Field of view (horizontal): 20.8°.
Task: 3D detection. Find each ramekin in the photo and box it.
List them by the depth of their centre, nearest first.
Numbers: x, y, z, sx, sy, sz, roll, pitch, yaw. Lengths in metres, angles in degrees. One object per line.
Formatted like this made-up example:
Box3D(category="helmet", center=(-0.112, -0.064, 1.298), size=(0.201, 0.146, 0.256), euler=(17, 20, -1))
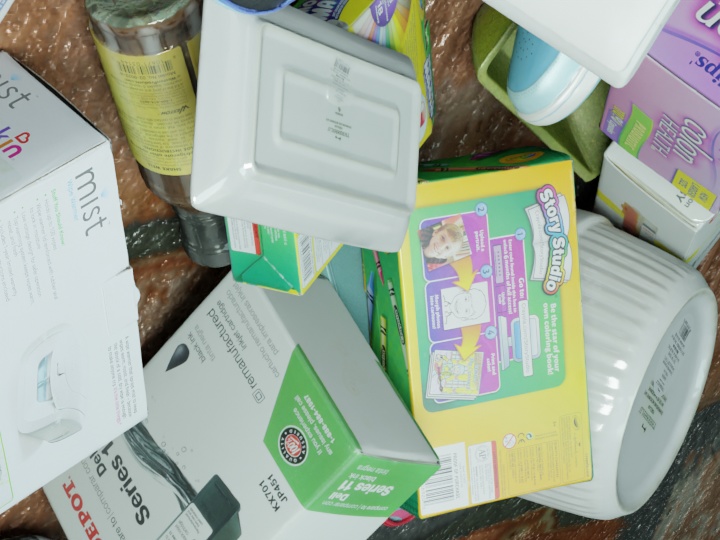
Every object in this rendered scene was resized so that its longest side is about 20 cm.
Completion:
Box3D(category="ramekin", center=(0.158, 0.069, 1.306), size=(0.200, 0.104, 0.202), euler=(-44, 145, -43))

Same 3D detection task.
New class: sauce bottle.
Box3D(category="sauce bottle", center=(-0.093, -0.077, 1.018), size=(0.065, 0.065, 0.201), euler=(-37, 145, -21))

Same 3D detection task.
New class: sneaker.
Box3D(category="sneaker", center=(0.093, -0.191, 1.090), size=(0.130, 0.079, 0.202), euler=(20, 85, -32))

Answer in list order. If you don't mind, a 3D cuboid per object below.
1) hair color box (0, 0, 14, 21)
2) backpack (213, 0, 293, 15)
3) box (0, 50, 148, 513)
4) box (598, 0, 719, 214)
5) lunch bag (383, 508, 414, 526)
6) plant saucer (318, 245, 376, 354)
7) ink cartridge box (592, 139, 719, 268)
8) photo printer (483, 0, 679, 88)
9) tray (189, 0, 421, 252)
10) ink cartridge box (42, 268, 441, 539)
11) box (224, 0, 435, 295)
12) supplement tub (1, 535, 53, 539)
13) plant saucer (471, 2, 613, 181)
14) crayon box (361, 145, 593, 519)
Box3D(category="hair color box", center=(-0.217, -0.154, 0.787), size=(0.111, 0.064, 0.200), euler=(-56, 147, 4))
Box3D(category="backpack", center=(-0.059, -0.219, 0.843), size=(0.183, 0.134, 0.200), euler=(-55, 149, -9))
Box3D(category="box", center=(-0.203, 0.027, 0.953), size=(0.176, 0.097, 0.201), euler=(-34, 144, -27))
Box3D(category="box", center=(0.242, -0.157, 1.163), size=(0.201, 0.096, 0.176), euler=(-52, 171, -8))
Box3D(category="lunch bag", center=(0.015, 0.082, 1.305), size=(0.176, 0.082, 0.200), euler=(-44, 146, -4))
Box3D(category="plant saucer", center=(0.000, 0.000, 1.171), size=(0.070, 0.019, 0.202), euler=(-28, 112, -33))
Box3D(category="ink cartridge box", center=(0.233, -0.081, 1.341), size=(0.145, 0.083, 0.200), euler=(-50, 169, -8))
Box3D(category="photo printer", center=(0.095, -0.216, 1.000), size=(0.167, 0.199, 0.069), euler=(-57, 174, 13))
Box3D(category="tray", center=(-0.017, -0.071, 0.963), size=(0.200, 0.022, 0.109), euler=(11, 80, -60))
Box3D(category="ink cartridge box", center=(-0.073, 0.116, 1.117), size=(0.200, 0.147, 0.083), euler=(-47, 148, 22))
Box3D(category="box", center=(-0.012, -0.091, 1.057), size=(0.200, 0.048, 0.118), euler=(-50, 143, -47))
Box3D(category="supplement tub", center=(-0.171, 0.260, 1.114), size=(0.122, 0.200, 0.123), euler=(-29, 149, -19))
Box3D(category="plant saucer", center=(0.156, -0.177, 1.247), size=(0.200, 0.048, 0.200), euler=(-53, 147, 3))
Box3D(category="crayon box", center=(0.069, 0.035, 1.164), size=(0.118, 0.058, 0.202), euler=(-9, 102, -22))
